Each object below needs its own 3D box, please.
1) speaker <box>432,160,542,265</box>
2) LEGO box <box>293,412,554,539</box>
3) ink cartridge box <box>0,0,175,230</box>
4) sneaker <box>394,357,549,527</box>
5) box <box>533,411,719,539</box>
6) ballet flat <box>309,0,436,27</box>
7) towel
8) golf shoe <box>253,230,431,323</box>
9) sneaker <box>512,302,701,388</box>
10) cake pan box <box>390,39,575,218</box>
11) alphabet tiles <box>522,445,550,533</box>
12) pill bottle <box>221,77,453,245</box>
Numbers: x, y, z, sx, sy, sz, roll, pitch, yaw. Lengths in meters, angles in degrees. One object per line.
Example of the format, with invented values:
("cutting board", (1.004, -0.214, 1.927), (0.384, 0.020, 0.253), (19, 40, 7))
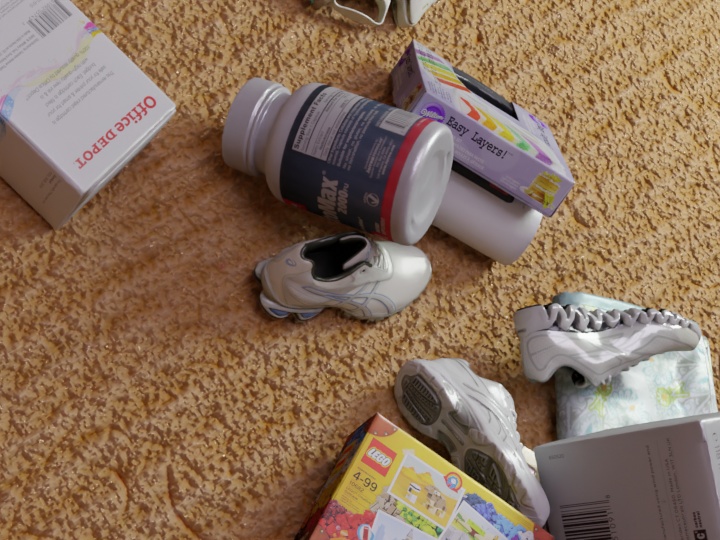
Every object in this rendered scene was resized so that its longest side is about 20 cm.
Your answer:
("speaker", (0.086, -0.084, 1.670), (0.199, 0.081, 0.082), (29, 54, -15))
("LEGO box", (0.050, 0.250, 1.462), (0.199, 0.077, 0.149), (35, 58, -7))
("ink cartridge box", (-0.286, -0.158, 1.475), (0.200, 0.085, 0.145), (44, 52, -3))
("sneaker", (0.125, 0.154, 1.558), (0.099, 0.078, 0.201), (-18, 64, -43))
("box", (0.288, 0.238, 1.518), (0.130, 0.199, 0.201), (-6, 83, -46))
("ballet flat", (0.026, -0.297, 1.759), (0.199, 0.068, 0.073), (-2, 87, -32))
("towel", (0.286, 0.120, 1.708), (0.199, 0.048, 0.172), (13, 59, -25))
("golf shoe", (0.000, 0.000, 1.563), (0.199, 0.097, 0.079), (-9, 69, -36))
("sneaker", (0.246, 0.077, 1.642), (0.198, 0.075, 0.082), (2, 79, -16))
("cake pan box", (0.121, -0.148, 1.685), (0.184, 0.052, 0.200), (33, 18, -13))
("alphabet tiles", (0.156, 0.269, 1.571), (0.195, 0.015, 0.201), (34, 53, -13))
("pill bottle", (-0.023, -0.109, 1.552), (0.199, 0.120, 0.120), (20, 50, 17))
